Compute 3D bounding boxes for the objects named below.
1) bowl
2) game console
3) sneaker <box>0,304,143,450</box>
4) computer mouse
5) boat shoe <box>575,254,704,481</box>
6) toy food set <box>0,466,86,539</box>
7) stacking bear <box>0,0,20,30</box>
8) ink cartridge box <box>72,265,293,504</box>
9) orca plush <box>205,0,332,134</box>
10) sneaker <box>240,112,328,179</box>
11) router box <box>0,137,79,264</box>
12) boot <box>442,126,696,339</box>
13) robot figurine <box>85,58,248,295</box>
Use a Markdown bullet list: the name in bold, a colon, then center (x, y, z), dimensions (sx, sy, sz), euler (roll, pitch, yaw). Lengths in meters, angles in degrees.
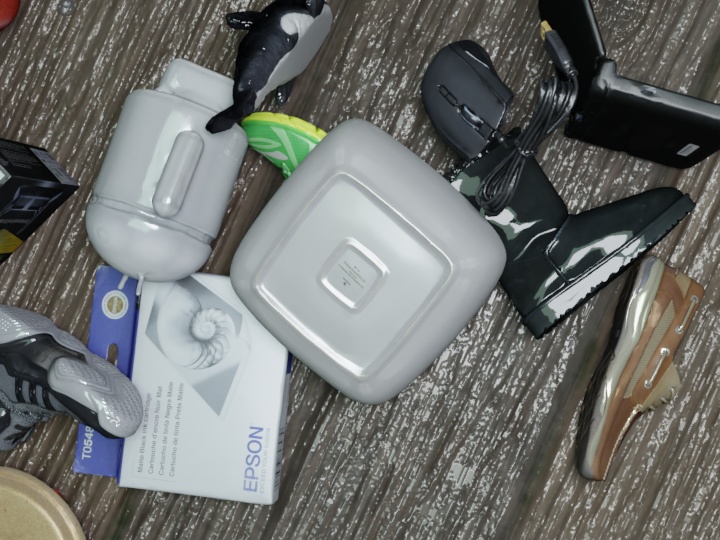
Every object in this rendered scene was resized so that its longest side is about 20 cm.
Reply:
- **bowl**: center (0.000, 0.000, 0.886), dimensions (0.200, 0.075, 0.200), euler (41, 104, 1)
- **game console**: center (0.220, -0.171, 0.864), dimensions (0.174, 0.200, 0.118), euler (17, 89, 6)
- **sneaker**: center (-0.280, 0.120, 0.947), dimensions (0.199, 0.075, 0.115), euler (31, 98, 29)
- **computer mouse**: center (0.104, -0.156, 0.876), dimensions (0.046, 0.201, 0.141), euler (15, 126, -28)
- **boat shoe**: center (0.242, 0.090, 0.913), dimensions (0.071, 0.076, 0.202), euler (20, 91, 4)
- **toy food set**: center (-0.339, 0.279, 0.969), dimensions (0.197, 0.049, 0.201), euler (-8, 86, 4)
- **stacking bear**: center (-0.327, -0.317, 0.975), dimensions (0.113, 0.121, 0.202), euler (28, 99, 13)
- **ink cartridge box**: center (-0.162, 0.100, 0.966), dimensions (0.197, 0.041, 0.203), euler (5, 87, 6)
- **orca plush**: center (-0.090, -0.189, 0.912), dimensions (0.070, 0.106, 0.201), euler (25, 54, 5)
- **sneaker**: center (-0.032, -0.071, 0.946), dimensions (0.199, 0.074, 0.084), euler (36, 87, 6)
- **router box**: center (-0.337, -0.040, 0.909), dimensions (0.157, 0.200, 0.052), euler (-44, 91, 1)
- **boot**: center (0.171, -0.055, 0.932), dimensions (0.197, 0.073, 0.163), euler (-37, 77, -1)
- **robot figurine**: center (-0.167, -0.077, 0.916), dimensions (0.112, 0.169, 0.202), euler (20, 85, -12)
